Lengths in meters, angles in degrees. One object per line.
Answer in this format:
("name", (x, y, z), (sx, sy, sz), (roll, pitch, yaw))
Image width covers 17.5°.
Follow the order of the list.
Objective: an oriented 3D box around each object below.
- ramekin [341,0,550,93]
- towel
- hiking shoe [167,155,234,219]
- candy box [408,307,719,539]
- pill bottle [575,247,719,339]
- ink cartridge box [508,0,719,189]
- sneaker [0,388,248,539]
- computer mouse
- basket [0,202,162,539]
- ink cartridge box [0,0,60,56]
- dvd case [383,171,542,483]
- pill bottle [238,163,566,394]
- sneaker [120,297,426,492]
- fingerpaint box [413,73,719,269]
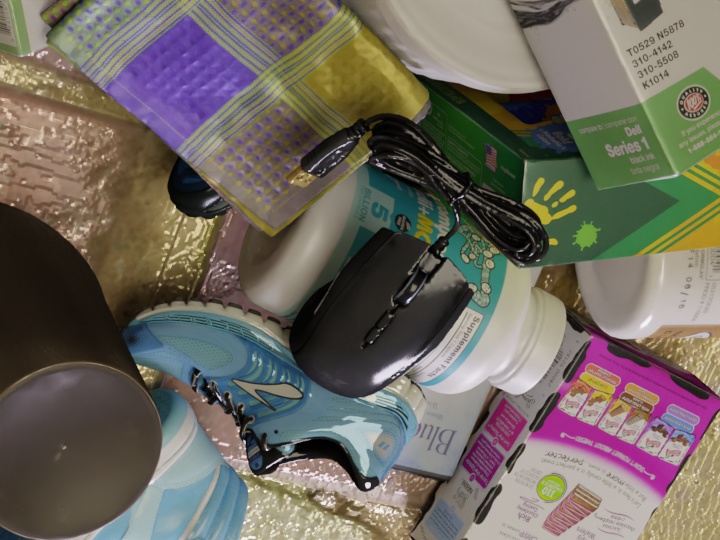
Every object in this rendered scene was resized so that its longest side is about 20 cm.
("ramekin", (0.067, -0.202, 1.375), (0.202, 0.094, 0.203), (1, 89, -27))
("towel", (-0.068, -0.116, 1.342), (0.143, 0.023, 0.200), (-34, 122, 22))
("hiking shoe", (-0.075, -0.130, 1.413), (0.087, 0.074, 0.200), (25, 95, -40))
("candy box", (0.145, 0.140, 1.644), (0.136, 0.061, 0.200), (27, 99, -31))
("pill bottle", (0.258, -0.011, 1.594), (0.199, 0.114, 0.115), (0, 113, -24))
("ink cartridge box", (0.165, -0.169, 1.321), (0.146, 0.084, 0.200), (-32, 101, -25))
("sneaker", (-0.155, 0.186, 1.521), (0.200, 0.080, 0.131), (-42, 121, 0))
("computer mouse", (0.000, 0.000, 1.361), (0.140, 0.046, 0.200), (40, 128, -12))
("basket", (-0.200, 0.062, 1.372), (0.180, 0.200, 0.136), (36, 95, -31))
("ink cartridge box", (-0.144, -0.227, 1.359), (0.200, 0.048, 0.146), (-30, 125, -35))
("dvd case", (0.037, 0.041, 1.576), (0.142, 0.018, 0.200), (14, 106, -29))
("pill bottle", (0.031, 0.008, 1.480), (0.200, 0.111, 0.111), (26, 100, -21))
("sneaker", (-0.063, 0.080, 1.466), (0.199, 0.078, 0.090), (19, 75, 5))
("fingerpaint box", (0.132, -0.078, 1.457), (0.166, 0.200, 0.074), (-6, 114, -21))
